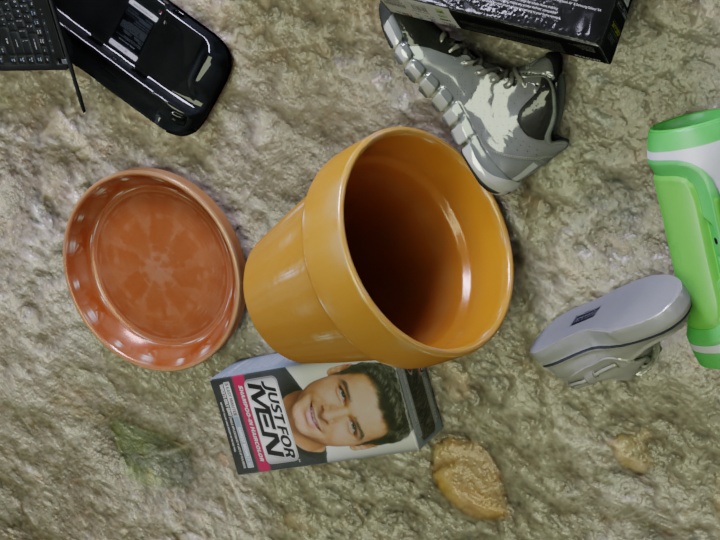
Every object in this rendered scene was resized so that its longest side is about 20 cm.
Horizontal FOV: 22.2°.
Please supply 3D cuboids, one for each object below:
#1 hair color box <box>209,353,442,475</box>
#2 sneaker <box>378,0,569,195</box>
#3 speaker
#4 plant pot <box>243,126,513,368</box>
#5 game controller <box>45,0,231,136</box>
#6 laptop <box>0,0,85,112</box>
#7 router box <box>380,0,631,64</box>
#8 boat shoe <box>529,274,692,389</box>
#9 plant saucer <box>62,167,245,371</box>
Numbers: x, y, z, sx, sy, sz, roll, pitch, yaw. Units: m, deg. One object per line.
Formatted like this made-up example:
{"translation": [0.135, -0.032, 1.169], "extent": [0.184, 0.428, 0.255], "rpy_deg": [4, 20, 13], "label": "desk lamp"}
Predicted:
{"translation": [-0.033, 0.124, 1.714], "extent": [0.199, 0.061, 0.100], "rpy_deg": [-11, 100, 28], "label": "hair color box"}
{"translation": [0.110, -0.173, 1.552], "extent": [0.115, 0.075, 0.200], "rpy_deg": [-31, 99, 24], "label": "sneaker"}
{"translation": [0.291, -0.026, 1.493], "extent": [0.088, 0.088, 0.201], "rpy_deg": [-9, 102, 28], "label": "speaker"}
{"translation": [0.000, 0.000, 1.596], "extent": [0.183, 0.200, 0.201], "rpy_deg": [-23, 95, 45], "label": "plant pot"}
{"translation": [-0.213, -0.215, 1.716], "extent": [0.200, 0.042, 0.105], "rpy_deg": [36, 104, 11], "label": "game controller"}
{"translation": [-0.332, -0.241, 1.664], "extent": [0.199, 0.103, 0.178], "rpy_deg": [2, 122, 25], "label": "laptop"}
{"translation": [0.128, -0.264, 1.483], "extent": [0.199, 0.051, 0.150], "rpy_deg": [17, 84, 20], "label": "router box"}
{"translation": [0.219, 0.060, 1.536], "extent": [0.066, 0.072, 0.200], "rpy_deg": [47, 146, -10], "label": "boat shoe"}
{"translation": [-0.197, -0.002, 1.772], "extent": [0.199, 0.032, 0.201], "rpy_deg": [8, 109, 25], "label": "plant saucer"}
